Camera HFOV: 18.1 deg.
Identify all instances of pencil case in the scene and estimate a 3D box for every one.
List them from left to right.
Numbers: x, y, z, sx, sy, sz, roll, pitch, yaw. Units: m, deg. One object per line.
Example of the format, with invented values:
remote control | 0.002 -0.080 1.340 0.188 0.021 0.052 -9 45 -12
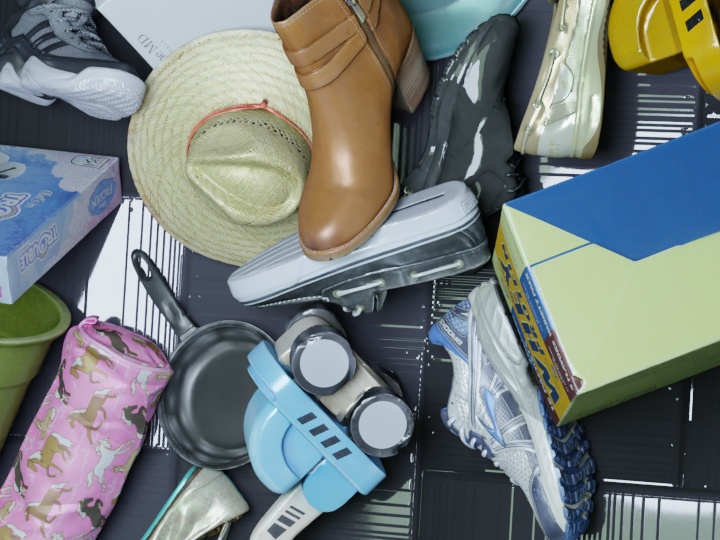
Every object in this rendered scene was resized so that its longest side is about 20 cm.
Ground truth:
pencil case | -0.218 0.134 1.746 0.083 0.086 0.201 43 110 48

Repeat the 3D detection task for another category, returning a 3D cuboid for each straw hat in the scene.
straw hat | -0.082 -0.076 1.681 0.199 0.085 0.203 2 111 5

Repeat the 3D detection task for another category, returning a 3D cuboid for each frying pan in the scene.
frying pan | -0.131 0.078 1.757 0.189 0.031 0.115 33 92 27

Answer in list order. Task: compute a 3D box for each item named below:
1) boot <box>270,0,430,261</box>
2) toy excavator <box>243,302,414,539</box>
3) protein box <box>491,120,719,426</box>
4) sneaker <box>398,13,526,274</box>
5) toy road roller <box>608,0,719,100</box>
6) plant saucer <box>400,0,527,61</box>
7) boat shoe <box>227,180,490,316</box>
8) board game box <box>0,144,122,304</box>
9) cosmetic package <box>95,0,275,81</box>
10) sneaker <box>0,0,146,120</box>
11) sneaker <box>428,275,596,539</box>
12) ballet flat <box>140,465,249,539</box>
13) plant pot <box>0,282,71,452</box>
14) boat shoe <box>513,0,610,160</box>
boot | -0.018 -0.123 1.596 0.076 0.155 0.201 11 62 33
toy excavator | -0.042 0.155 1.678 0.200 0.100 0.195 -42 103 4
protein box | 0.205 0.000 1.544 0.197 0.200 0.136 -21 80 -2
sneaker | 0.089 -0.091 1.682 0.090 0.076 0.201 21 103 11
toy road roller | 0.243 -0.218 1.610 0.145 0.123 0.201 -18 83 27
plant saucer | 0.045 -0.250 1.663 0.200 0.200 0.036 -42 35 11
boat shoe | 0.000 0.000 1.648 0.199 0.072 0.071 -17 109 20
board game box | -0.313 -0.044 1.734 0.198 0.200 0.044 8 116 16
cosmetic package | -0.094 -0.236 1.708 0.200 0.113 0.081 -37 34 12
sneaker | -0.220 -0.184 1.743 0.199 0.075 0.115 14 83 51
sneaker | 0.109 0.111 1.668 0.085 0.077 0.201 -26 73 24
ballet flat | -0.159 0.240 1.743 0.062 0.067 0.200 38 99 5
plant pot | -0.343 0.102 1.756 0.199 0.200 0.191 21 106 17
boat shoe | 0.149 -0.182 1.651 0.063 0.073 0.202 4 86 2
